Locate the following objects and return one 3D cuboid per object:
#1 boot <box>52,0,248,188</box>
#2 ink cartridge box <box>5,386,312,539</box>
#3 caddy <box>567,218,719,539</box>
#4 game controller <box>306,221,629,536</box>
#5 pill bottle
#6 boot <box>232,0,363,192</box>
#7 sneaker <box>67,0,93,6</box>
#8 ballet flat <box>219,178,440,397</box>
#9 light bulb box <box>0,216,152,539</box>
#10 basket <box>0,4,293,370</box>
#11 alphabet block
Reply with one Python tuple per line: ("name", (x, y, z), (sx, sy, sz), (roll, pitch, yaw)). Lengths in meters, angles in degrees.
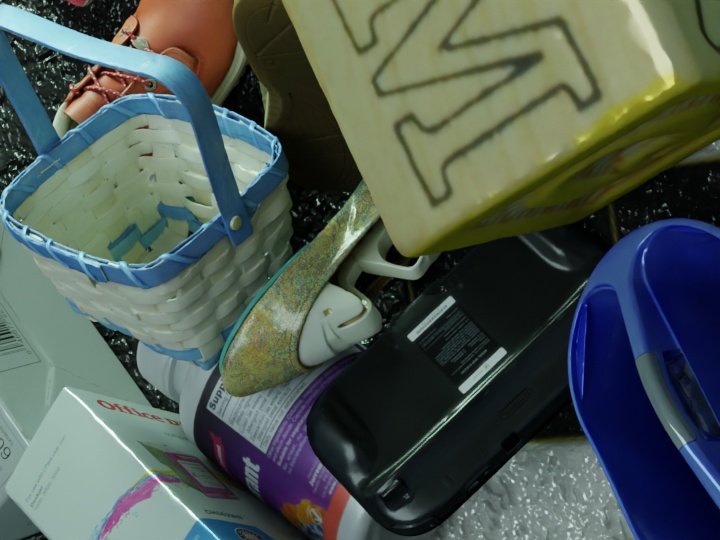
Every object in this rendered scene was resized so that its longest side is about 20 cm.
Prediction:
("boot", (-0.132, -0.122, 1.384), (0.075, 0.107, 0.201), (31, 114, 30))
("ink cartridge box", (-0.099, 0.163, 1.353), (0.200, 0.144, 0.085), (37, 101, 41))
("caddy", (0.185, 0.069, 1.152), (0.141, 0.105, 0.201), (-46, 55, 34))
("game controller", (0.064, 0.053, 1.251), (0.200, 0.042, 0.104), (-43, 59, -6))
("pill bottle", (-0.038, 0.084, 1.346), (0.200, 0.111, 0.112), (35, 117, 27))
("boot", (-0.025, -0.155, 1.309), (0.072, 0.200, 0.156), (-5, 56, 13))
("sneaker", (-0.168, -0.214, 1.428), (0.199, 0.074, 0.087), (2, 113, 41))
("ballet flat", (0.000, 0.000, 1.276), (0.071, 0.071, 0.200), (32, 74, 28))
("light bulb box", (-0.276, 0.098, 1.520), (0.199, 0.125, 0.200), (52, 123, 17))
("basket", (-0.130, -0.055, 1.280), (0.176, 0.139, 0.201), (23, 150, 38))
("alphabet block", (0.096, -0.144, 1.150), (0.196, 0.195, 0.201), (-31, 79, 35))
